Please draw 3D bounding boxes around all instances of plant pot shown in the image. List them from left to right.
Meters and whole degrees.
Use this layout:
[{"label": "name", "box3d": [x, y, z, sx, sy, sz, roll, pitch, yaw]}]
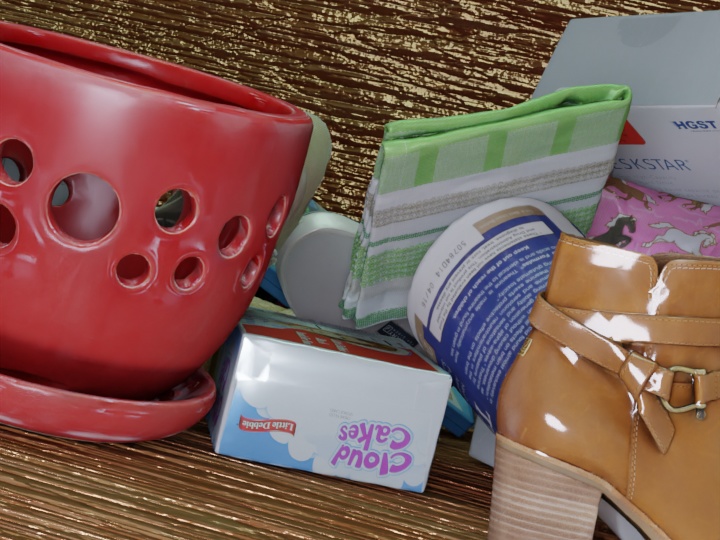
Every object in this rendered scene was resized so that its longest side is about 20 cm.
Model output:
[{"label": "plant pot", "box3d": [-0.139, -0.020, 1.092, 0.199, 0.183, 0.200, 14, 10, -2]}]

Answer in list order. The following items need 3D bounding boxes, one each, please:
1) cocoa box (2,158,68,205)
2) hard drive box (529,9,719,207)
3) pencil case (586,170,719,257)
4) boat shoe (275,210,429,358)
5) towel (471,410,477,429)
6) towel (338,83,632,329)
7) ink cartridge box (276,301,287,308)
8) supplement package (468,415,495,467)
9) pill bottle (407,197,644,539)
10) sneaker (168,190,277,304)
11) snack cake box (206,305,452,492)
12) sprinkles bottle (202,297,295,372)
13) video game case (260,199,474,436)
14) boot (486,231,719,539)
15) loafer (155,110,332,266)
[{"label": "cocoa box", "box3d": [-0.240, -0.035, 1.251, 0.131, 0.134, 0.200, 12, 5, 26]}, {"label": "hard drive box", "box3d": [0.230, -0.076, 1.375, 0.155, 0.077, 0.200, 3, -32, 48]}, {"label": "pencil case", "box3d": [0.200, -0.012, 1.328, 0.199, 0.087, 0.083, 18, -10, 23]}, {"label": "boat shoe", "box3d": [0.000, 0.000, 1.358, 0.200, 0.074, 0.093, 46, 17, -48]}, {"label": "towel", "box3d": [0.186, 0.067, 1.461, 0.199, 0.048, 0.171, 7, -38, -18]}, {"label": "towel", "box3d": [0.067, -0.038, 1.219, 0.148, 0.031, 0.200, -13, -27, -14]}, {"label": "ink cartridge box", "box3d": [-0.042, 0.050, 1.534, 0.116, 0.068, 0.200, 14, 3, 34]}, {"label": "supplement package", "box3d": [0.187, 0.087, 1.323, 0.199, 0.110, 0.114, 11, 3, -26]}, {"label": "pill bottle", "box3d": [0.117, 0.057, 1.149, 0.111, 0.111, 0.200, 11, 27, -39]}, {"label": "sneaker", "box3d": [-0.093, -0.015, 1.474, 0.097, 0.201, 0.071, 0, -43, 17]}, {"label": "snack cake box", "box3d": [-0.024, 0.068, 1.207, 0.114, 0.068, 0.200, 13, 2, -7]}, {"label": "sprinkles bottle", "box3d": [-0.135, 0.023, 1.370, 0.199, 0.069, 0.068, 21, 4, 16]}, {"label": "video game case", "box3d": [-0.005, 0.015, 1.457, 0.200, 0.018, 0.143, 38, 21, -26]}, {"label": "boot", "box3d": [0.162, 0.071, 1.011, 0.199, 0.156, 0.077, 12, 2, -5]}, {"label": "loafer", "box3d": [-0.073, -0.029, 1.248, 0.068, 0.076, 0.200, -35, -1, -39]}]
